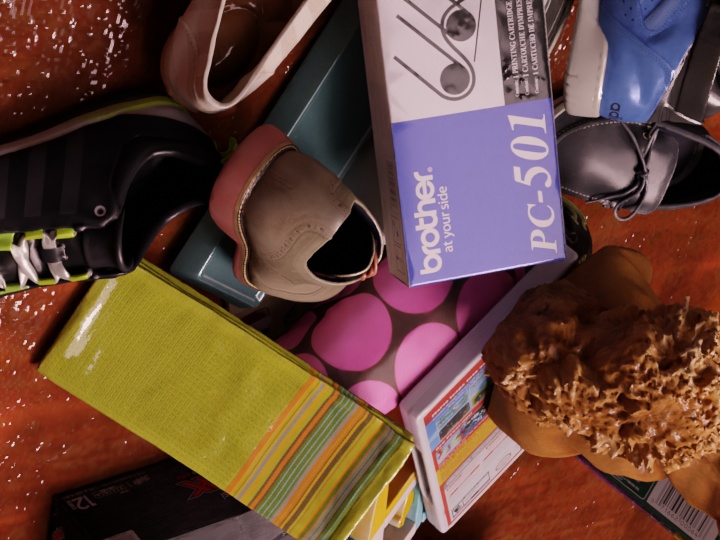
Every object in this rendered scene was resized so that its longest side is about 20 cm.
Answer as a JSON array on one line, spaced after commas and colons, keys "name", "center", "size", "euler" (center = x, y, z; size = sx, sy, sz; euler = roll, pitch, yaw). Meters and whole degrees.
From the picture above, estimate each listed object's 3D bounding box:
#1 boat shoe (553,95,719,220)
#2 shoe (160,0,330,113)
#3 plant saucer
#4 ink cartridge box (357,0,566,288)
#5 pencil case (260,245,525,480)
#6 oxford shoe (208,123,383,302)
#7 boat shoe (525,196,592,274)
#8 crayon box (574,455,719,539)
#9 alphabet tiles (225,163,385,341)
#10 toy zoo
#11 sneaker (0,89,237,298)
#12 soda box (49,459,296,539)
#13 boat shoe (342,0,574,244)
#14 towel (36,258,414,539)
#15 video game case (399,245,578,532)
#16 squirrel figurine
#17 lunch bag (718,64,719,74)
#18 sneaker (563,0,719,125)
[{"name": "boat shoe", "center": [0.177, -0.074, 1.165], "size": [0.199, 0.062, 0.075], "euler": [1, 121, -44]}, {"name": "shoe", "center": [-0.029, -0.162, 0.865], "size": [0.070, 0.053, 0.201], "euler": [31, 92, -15]}, {"name": "plant saucer", "center": [-0.029, -0.068, 0.990], "size": [0.070, 0.019, 0.201], "euler": [29, 96, -49]}, {"name": "ink cartridge box", "center": [0.053, -0.098, 0.949], "size": [0.093, 0.044, 0.201], "euler": [-10, 104, -13]}, {"name": "pencil case", "center": [0.003, 0.039, 1.053], "size": [0.200, 0.094, 0.091], "euler": [-38, 96, -16]}, {"name": "oxford shoe", "center": [-0.024, -0.010, 0.934], "size": [0.071, 0.075, 0.200], "euler": [-55, 165, -4]}, {"name": "boat shoe", "center": [0.116, -0.017, 1.137], "size": [0.061, 0.072, 0.201], "euler": [-49, 154, -10]}, {"name": "crayon box", "center": [0.232, 0.133, 1.274], "size": [0.172, 0.200, 0.059], "euler": [12, 110, -49]}, {"name": "alphabet tiles", "center": [0.000, 0.000, 1.090], "size": [0.199, 0.008, 0.168], "euler": [-27, 136, -29]}, {"name": "toy zoo", "center": [0.036, 0.120, 1.142], "size": [0.200, 0.020, 0.132], "euler": [-49, 154, -42]}, {"name": "sneaker", "center": [-0.149, -0.026, 0.856], "size": [0.200, 0.083, 0.072], "euler": [-34, 139, -21]}, {"name": "soda box", "center": [-0.091, 0.155, 1.077], "size": [0.199, 0.063, 0.071], "euler": [-14, 129, -37]}, {"name": "boat shoe", "center": [0.063, -0.097, 1.023], "size": [0.201, 0.071, 0.064], "euler": [-57, 142, 3]}, {"name": "towel", "center": [-0.072, 0.075, 0.968], "size": [0.199, 0.018, 0.086], "euler": [34, 93, -12]}, {"name": "video game case", "center": [0.088, 0.080, 1.116], "size": [0.143, 0.017, 0.200], "euler": [-44, 156, -15]}, {"name": "squirrel figurine", "center": [0.171, 0.084, 1.015], "size": [0.142, 0.186, 0.200], "euler": [-52, 157, 4]}, {"name": "lunch bag", "center": [0.293, -0.143, 1.116], "size": [0.139, 0.200, 0.168], "euler": [-47, 141, -5]}, {"name": "sneaker", "center": [0.184, -0.182, 1.013], "size": [0.077, 0.110, 0.201], "euler": [-46, 144, -74]}]
